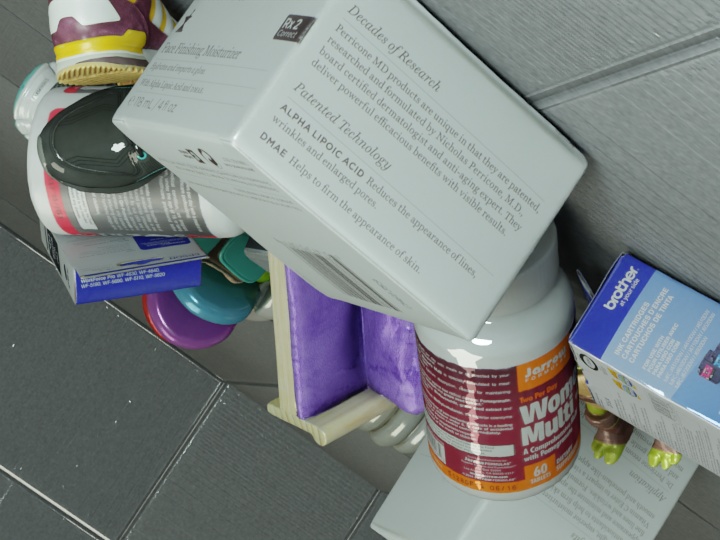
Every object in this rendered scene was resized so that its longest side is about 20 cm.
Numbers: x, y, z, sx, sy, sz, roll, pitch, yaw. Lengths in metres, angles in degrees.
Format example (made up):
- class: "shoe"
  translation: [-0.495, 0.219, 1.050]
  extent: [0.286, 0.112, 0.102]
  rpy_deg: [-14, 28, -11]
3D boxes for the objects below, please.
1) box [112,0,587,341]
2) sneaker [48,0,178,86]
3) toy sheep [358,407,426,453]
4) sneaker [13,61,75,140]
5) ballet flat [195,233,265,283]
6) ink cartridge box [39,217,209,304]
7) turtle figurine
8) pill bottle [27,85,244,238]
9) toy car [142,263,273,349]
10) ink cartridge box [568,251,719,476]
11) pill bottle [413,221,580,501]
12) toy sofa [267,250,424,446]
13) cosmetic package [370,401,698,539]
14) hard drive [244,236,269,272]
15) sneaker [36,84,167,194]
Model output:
- class: "box"
  translation: [-0.010, -0.077, 1.255]
  extent: [0.200, 0.131, 0.199]
  rpy_deg: [39, 169, -25]
- class: "sneaker"
  translation: [-0.156, -0.176, 1.472]
  extent: [0.074, 0.091, 0.200]
  rpy_deg: [-6, -178, 14]
- class: "toy sheep"
  translation: [0.049, 0.110, 1.959]
  extent: [0.199, 0.139, 0.138]
  rpy_deg: [31, 172, -18]
- class: "sneaker"
  translation: [-0.199, -0.088, 1.716]
  extent: [0.091, 0.078, 0.200]
  rpy_deg: [24, 168, 33]
- class: "ballet flat"
  translation: [-0.130, -0.041, 1.737]
  extent: [0.067, 0.068, 0.200]
  rpy_deg: [38, 172, 21]
- class: "ink cartridge box"
  translation: [-0.181, -0.016, 1.603]
  extent: [0.200, 0.099, 0.040]
  rpy_deg: [-133, 37, -66]
- class: "turtle figurine"
  translation: [0.171, 0.085, 1.572]
  extent: [0.199, 0.065, 0.161]
  rpy_deg: [-9, 142, 28]
- class: "pill bottle"
  translation: [-0.133, -0.080, 1.548]
  extent: [0.198, 0.112, 0.111]
  rpy_deg: [1, 160, 15]
- class: "toy car"
  translation: [-0.146, 0.005, 2.025]
  extent: [0.175, 0.150, 0.200]
  rpy_deg: [36, 170, -11]
- class: "ink cartridge box"
  translation: [0.217, 0.070, 1.377]
  extent: [0.199, 0.077, 0.137]
  rpy_deg: [28, 168, 22]
- class: "pill bottle"
  translation: [0.092, 0.051, 1.426]
  extent: [0.109, 0.109, 0.201]
  rpy_deg: [27, 142, 33]
- class: "toy sofa"
  translation: [-0.012, 0.017, 1.473]
  extent: [0.097, 0.083, 0.201]
  rpy_deg: [22, 125, 42]
- class: "cosmetic package"
  translation: [0.148, 0.194, 1.827]
  extent: [0.165, 0.201, 0.165]
  rpy_deg: [38, 169, -21]
- class: "hard drive"
  translation: [0.021, 0.012, 1.718]
  extent: [0.199, 0.033, 0.139]
  rpy_deg: [9, 161, 40]
- class: "sneaker"
  translation: [-0.121, -0.107, 1.432]
  extent: [0.079, 0.199, 0.076]
  rpy_deg: [131, 123, -70]
